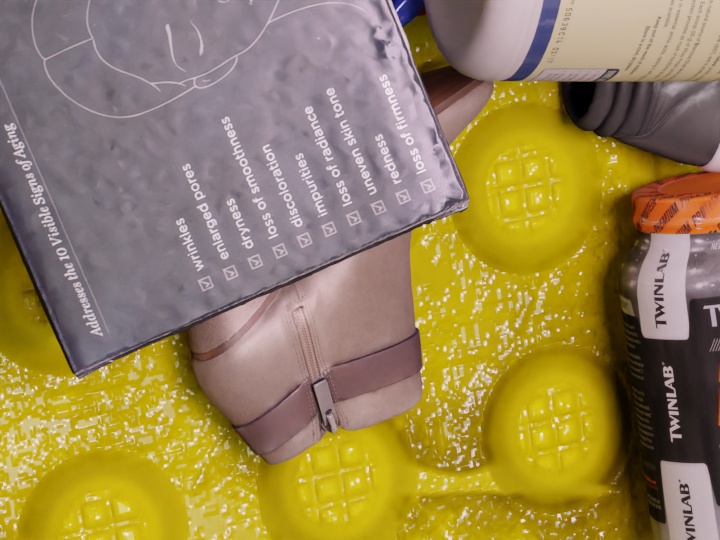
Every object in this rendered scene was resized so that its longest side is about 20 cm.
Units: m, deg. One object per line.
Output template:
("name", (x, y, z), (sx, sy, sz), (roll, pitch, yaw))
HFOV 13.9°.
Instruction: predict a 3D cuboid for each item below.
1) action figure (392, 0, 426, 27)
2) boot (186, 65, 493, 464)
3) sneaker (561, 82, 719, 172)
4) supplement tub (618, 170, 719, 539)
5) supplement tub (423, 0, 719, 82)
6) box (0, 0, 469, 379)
("action figure", (0.028, -0.156, 1.475), (0.200, 0.052, 0.066), (-43, 114, -17))
("boot", (0.000, 0.000, 1.472), (0.199, 0.070, 0.147), (-26, 107, -14))
("sneaker", (0.154, -0.155, 1.518), (0.099, 0.071, 0.201), (5, 91, -19))
("supplement tub", (0.200, 0.051, 1.529), (0.122, 0.122, 0.201), (-13, 100, -22))
("supplement tub", (0.139, -0.163, 1.408), (0.199, 0.145, 0.146), (-1, 96, -16))
("box", (-0.082, -0.085, 1.351), (0.196, 0.124, 0.201), (-23, 97, -6))
